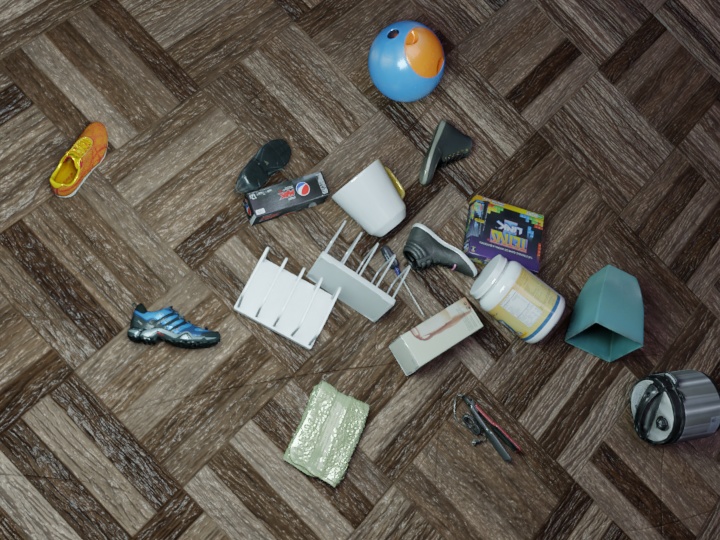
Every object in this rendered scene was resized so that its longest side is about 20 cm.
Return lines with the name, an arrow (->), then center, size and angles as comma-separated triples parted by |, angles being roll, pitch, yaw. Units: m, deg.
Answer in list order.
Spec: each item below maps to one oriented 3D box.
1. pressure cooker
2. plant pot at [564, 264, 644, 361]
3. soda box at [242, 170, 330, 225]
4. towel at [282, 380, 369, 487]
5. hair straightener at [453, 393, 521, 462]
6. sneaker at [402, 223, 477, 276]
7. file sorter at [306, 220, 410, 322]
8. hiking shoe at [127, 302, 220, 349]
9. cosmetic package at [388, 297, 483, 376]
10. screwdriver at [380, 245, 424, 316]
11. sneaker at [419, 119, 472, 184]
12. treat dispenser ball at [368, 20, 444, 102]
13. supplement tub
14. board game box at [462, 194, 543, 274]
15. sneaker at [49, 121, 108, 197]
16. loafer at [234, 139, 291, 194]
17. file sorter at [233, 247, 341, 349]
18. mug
pressure cooker -> 0.772, 0.338, 1.803 | 0.198, 0.179, 0.178 | -5, 77, -19
plant pot -> 0.635, 0.100, 1.866 | 0.140, 0.141, 0.201 | 24, 60, -8
soda box -> -0.177, -0.173, 1.739 | 0.198, 0.071, 0.064 | -20, 82, -22
towel -> -0.071, 0.363, 1.618 | 0.147, 0.036, 0.201 | 28, 67, -7
hair straightener -> 0.289, 0.377, 1.719 | 0.077, 0.041, 0.200 | -40, 87, -24
sneaker -> 0.190, -0.022, 1.807 | 0.199, 0.071, 0.099 | 36, 68, 3
file sorter -> 0.000, 0.000, 1.704 | 0.199, 0.139, 0.125 | 34, 63, -4
hiking shoe -> -0.401, 0.119, 1.576 | 0.198, 0.074, 0.088 | 9, 71, -14
cosmetic package -> 0.179, 0.156, 1.725 | 0.199, 0.103, 0.088 | -29, 81, -24
screwdriver -> 0.103, 0.029, 1.785 | 0.029, 0.028, 0.201 | -27, 82, 8
sneaker -> 0.227, -0.297, 1.899 | 0.105, 0.075, 0.201 | 24, 66, -5
treat dispenser ball -> 0.119, -0.539, 1.878 | 0.199, 0.201, 0.203 | 5, 71, -15
supplement tub -> 0.386, 0.069, 1.792 | 0.199, 0.145, 0.145 | 37, 66, -2
board game box -> 0.371, -0.088, 1.887 | 0.198, 0.057, 0.167 | 15, 68, -12
sneaker -> -0.625, -0.254, 1.630 | 0.072, 0.077, 0.201 | 22, 66, -7
loafer -> -0.239, -0.252, 1.748 | 0.073, 0.072, 0.200 | 54, 45, -13
file sorter -> -0.160, 0.060, 1.634 | 0.199, 0.125, 0.140 | 29, 67, -6
mug -> 0.046, -0.178, 1.775 | 0.186, 0.149, 0.154 | -40, 95, -17
